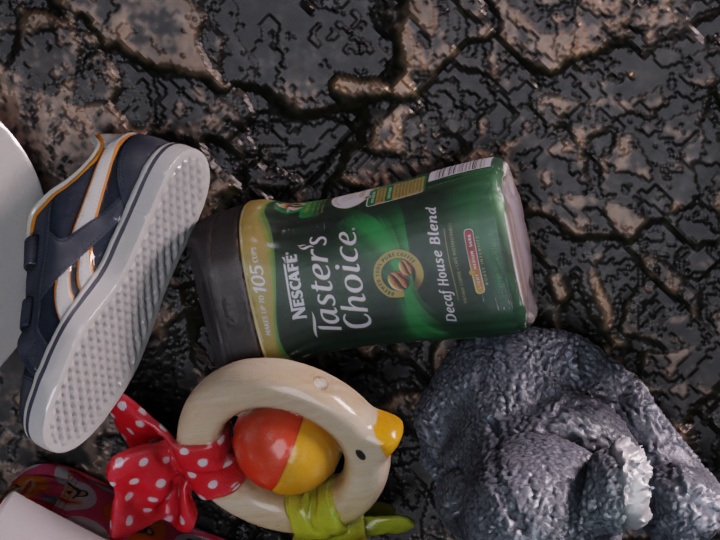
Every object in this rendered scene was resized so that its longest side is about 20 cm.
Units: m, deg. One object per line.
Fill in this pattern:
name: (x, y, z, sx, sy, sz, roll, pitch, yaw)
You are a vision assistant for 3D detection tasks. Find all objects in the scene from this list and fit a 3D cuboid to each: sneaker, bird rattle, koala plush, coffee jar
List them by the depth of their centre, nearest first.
koala plush: (0.104, 0.135, 1.492, 0.177, 0.200, 0.184, -28, 100, 14)
coffee jar: (0.000, 0.000, 1.528, 0.199, 0.085, 0.105, -10, 104, 10)
sneaker: (-0.165, 0.010, 1.533, 0.079, 0.078, 0.201, 18, 74, 26)
bird rattle: (-0.056, 0.111, 1.542, 0.200, 0.113, 0.163, 31, 130, 1)

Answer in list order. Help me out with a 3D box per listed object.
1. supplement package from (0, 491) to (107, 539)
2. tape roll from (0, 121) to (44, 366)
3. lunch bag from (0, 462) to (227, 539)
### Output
supplement package: (-0.158, 0.245, 1.514, 0.199, 0.120, 0.122, 26, 112, 0)
tape roll: (-0.281, -0.014, 1.525, 0.202, 0.037, 0.204, -3, 96, -31)
lunch bag: (-0.163, 0.234, 1.620, 0.199, 0.082, 0.177, 23, 111, 1)
